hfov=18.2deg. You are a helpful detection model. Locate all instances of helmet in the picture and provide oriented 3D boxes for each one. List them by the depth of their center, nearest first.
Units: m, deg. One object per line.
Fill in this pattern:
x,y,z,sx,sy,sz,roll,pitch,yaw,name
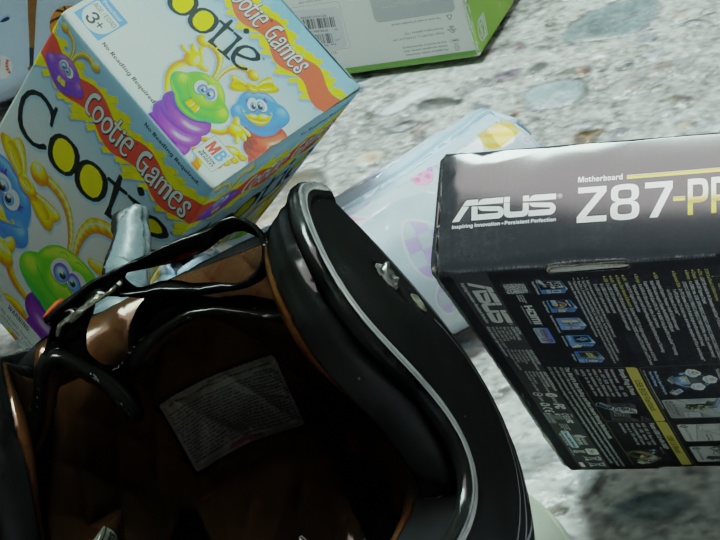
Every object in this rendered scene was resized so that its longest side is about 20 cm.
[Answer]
-0.034,0.088,0.734,0.199,0.192,0.200,-25,-4,-2,helmet

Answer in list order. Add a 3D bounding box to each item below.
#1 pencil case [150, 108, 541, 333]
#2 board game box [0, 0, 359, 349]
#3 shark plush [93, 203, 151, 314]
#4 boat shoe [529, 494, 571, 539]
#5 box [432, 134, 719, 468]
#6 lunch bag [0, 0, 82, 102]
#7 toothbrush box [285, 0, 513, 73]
0.000,0.000,1.020,0.199,0.091,0.083,-26,11,-25,pencil case
-0.105,-0.047,1.044,0.103,0.105,0.200,-37,-8,-39,board game box
-0.080,0.064,0.909,0.082,0.091,0.201,-7,40,-9,shark plush
0.014,0.091,0.879,0.200,0.073,0.062,35,97,52,boat shoe
0.127,0.017,0.780,0.160,0.200,0.050,-2,66,19,box
-0.242,-0.188,1.542,0.169,0.125,0.200,-24,11,-18,lunch bag
0.026,-0.204,1.449,0.144,0.087,0.200,-6,26,21,toothbrush box
